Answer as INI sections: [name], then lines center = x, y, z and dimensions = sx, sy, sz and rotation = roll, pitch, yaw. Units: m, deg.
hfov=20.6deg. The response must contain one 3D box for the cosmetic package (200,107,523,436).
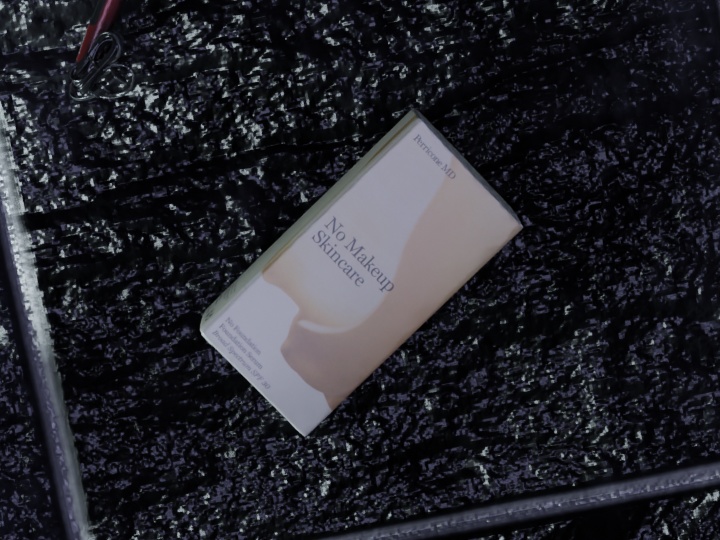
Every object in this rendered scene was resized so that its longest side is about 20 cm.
[cosmetic package]
center = 0.000, 0.000, 1.294
dimensions = 0.105, 0.071, 0.200
rotation = 44, 96, -8

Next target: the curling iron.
[curling iron]
center = -0.140, -0.200, 1.275
dimensions = 0.049, 0.026, 0.201
rotation = 25, 96, 32
